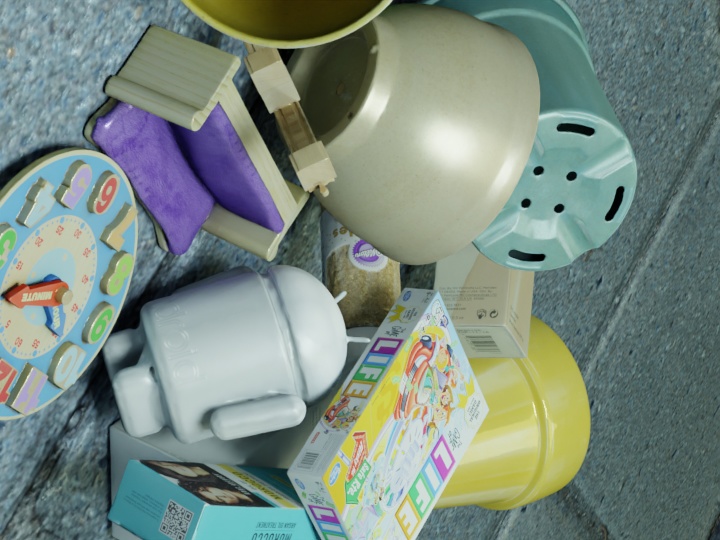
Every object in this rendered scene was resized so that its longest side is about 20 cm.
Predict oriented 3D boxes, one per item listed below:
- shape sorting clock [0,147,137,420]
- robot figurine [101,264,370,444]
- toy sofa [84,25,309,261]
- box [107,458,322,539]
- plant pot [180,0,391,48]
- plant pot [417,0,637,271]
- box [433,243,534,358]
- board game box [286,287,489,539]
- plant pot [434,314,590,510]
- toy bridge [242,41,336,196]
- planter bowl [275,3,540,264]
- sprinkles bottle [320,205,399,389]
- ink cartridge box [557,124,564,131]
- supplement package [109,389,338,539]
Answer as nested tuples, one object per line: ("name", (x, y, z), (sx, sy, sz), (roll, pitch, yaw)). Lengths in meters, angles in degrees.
("shape sorting clock", (-0.218, 0.011, 1.334), (0.200, 0.039, 0.201), (-43, 147, -36))
("robot figurine", (-0.095, 0.064, 1.470), (0.199, 0.170, 0.113), (-17, 138, -9))
("toy sofa", (-0.117, -0.079, 1.409), (0.098, 0.082, 0.200), (-58, 153, -18))
("box", (-0.090, 0.182, 1.425), (0.199, 0.082, 0.049), (12, 101, -55))
("plant pot", (-0.038, -0.261, 1.319), (0.142, 0.199, 0.201), (-48, 155, -74))
("plant pot", (0.128, -0.112, 1.579), (0.199, 0.197, 0.201), (-8, 125, -11))
("box", (0.122, -0.024, 1.836), (0.095, 0.077, 0.202), (49, 44, -62))
("board game box", (0.026, 0.131, 1.477), (0.200, 0.034, 0.135), (-57, 137, -36))
("plant pot", (0.095, 0.153, 1.905), (0.188, 0.200, 0.202), (-14, 125, -39))
("toy bridge", (-0.062, -0.136, 1.365), (0.027, 0.201, 0.067), (-24, 156, 0))
("planter bowl", (0.021, -0.122, 1.460), (0.134, 0.200, 0.201), (25, 89, -37))
("sprinkles bottle", (0.000, 0.000, 1.589), (0.068, 0.068, 0.201), (65, 19, -57))
("ink cartridge box", (0.159, -0.165, 1.823), (0.200, 0.047, 0.161), (73, 4, -71))
("supplement package", (-0.102, 0.148, 1.585), (0.200, 0.117, 0.118), (-36, 140, -47))
